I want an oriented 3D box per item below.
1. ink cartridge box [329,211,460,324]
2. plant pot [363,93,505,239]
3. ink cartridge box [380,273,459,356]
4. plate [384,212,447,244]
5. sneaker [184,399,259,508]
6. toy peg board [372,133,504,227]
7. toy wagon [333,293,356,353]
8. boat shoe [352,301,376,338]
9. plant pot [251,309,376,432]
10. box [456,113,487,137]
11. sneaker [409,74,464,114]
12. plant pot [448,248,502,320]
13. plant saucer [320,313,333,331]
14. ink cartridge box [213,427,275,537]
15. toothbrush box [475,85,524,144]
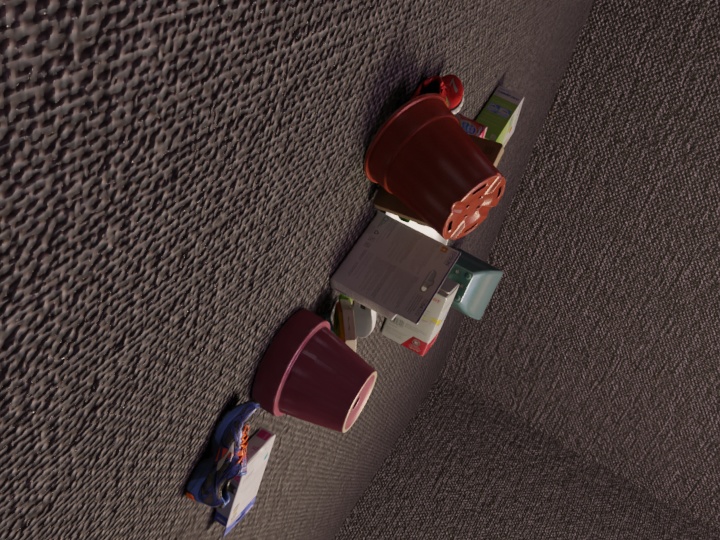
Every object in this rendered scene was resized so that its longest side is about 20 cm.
[{"bbox_3d":[0.071,-0.001,1.521,0.197,0.198,0.044,-54,164,-28],"label":"ink cartridge box"},{"bbox_3d":[0.142,-0.173,1.350,0.200,0.196,0.202,-34,156,-18],"label":"plant pot"},{"bbox_3d":[0.174,0.109,2.194,0.144,0.144,0.202,-36,150,-61],"label":"ink cartridge box"},{"bbox_3d":[0.129,-0.134,1.653,0.198,0.032,0.202,-3,122,-33],"label":"plate"},{"bbox_3d":[-0.219,0.315,1.299,0.202,0.078,0.075,-63,166,2],"label":"sneaker"},{"bbox_3d":[0.162,-0.167,1.497,0.202,0.197,0.098,-62,151,-12],"label":"toy peg board"},{"bbox_3d":[-0.031,0.143,1.566,0.200,0.039,0.157,108,-23,-68],"label":"toy wagon"},{"bbox_3d":[0.017,0.068,1.730,0.070,0.070,0.202,-46,152,-41],"label":"boat shoe"},{"bbox_3d":[-0.075,0.201,1.408,0.201,0.177,0.201,-57,165,-24],"label":"plant pot"},{"bbox_3d":[0.217,-0.256,1.790,0.100,0.095,0.202,-49,160,-41],"label":"box"},{"bbox_3d":[0.149,-0.338,1.455,0.200,0.076,0.086,-50,156,-43],"label":"sneaker"},{"bbox_3d":[0.349,0.044,2.633,0.198,0.194,0.199,-65,157,8],"label":"plant pot"},{"bbox_3d":[-0.080,0.151,1.625,0.070,0.019,0.200,-59,166,-17],"label":"plant saucer"},{"bbox_3d":[-0.236,0.426,1.520,0.119,0.042,0.202,-39,149,-59],"label":"ink cartridge box"},{"bbox_3d":[0.367,-0.388,2.113,0.201,0.085,0.146,-57,165,-29],"label":"toothbrush box"}]
